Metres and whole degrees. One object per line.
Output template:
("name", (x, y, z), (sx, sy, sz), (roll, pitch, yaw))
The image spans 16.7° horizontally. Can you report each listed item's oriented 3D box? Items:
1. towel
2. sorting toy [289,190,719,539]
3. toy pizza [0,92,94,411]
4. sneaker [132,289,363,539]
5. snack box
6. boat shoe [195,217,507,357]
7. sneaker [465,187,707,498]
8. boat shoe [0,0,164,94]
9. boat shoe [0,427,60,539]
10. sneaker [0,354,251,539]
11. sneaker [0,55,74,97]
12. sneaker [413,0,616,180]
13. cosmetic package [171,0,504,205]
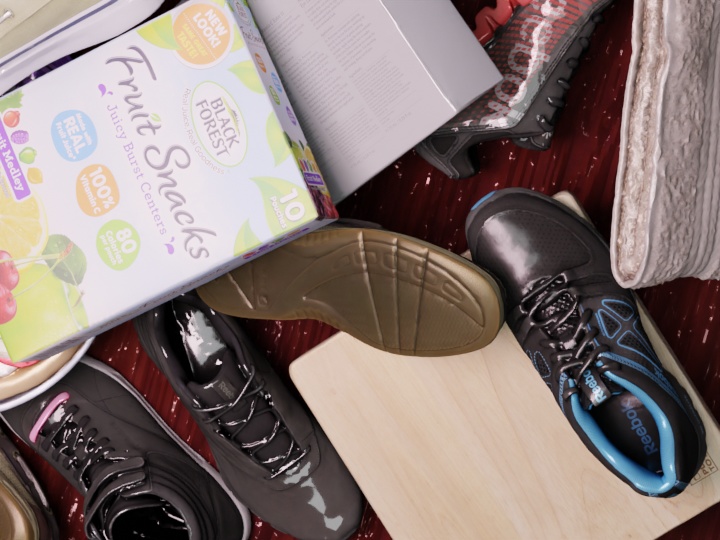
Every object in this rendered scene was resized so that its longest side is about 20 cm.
("towel", (0.200, -0.091, 1.396), (0.034, 0.132, 0.201), (12, 101, 43))
("sorting toy", (0.095, 0.085, 1.459), (0.198, 0.070, 0.200), (-32, 91, 11))
("toy pizza", (-0.244, -0.011, 1.450), (0.199, 0.032, 0.201), (0, 95, 3))
("sneaker", (-0.071, 0.086, 1.472), (0.076, 0.091, 0.200), (-40, 91, -2))
("snack box", (-0.131, -0.052, 1.379), (0.199, 0.053, 0.143), (-25, 85, 13))
("boat shoe", (0.000, 0.001, 1.404), (0.200, 0.066, 0.072), (8, 110, 28))
("sneaker", (0.129, 0.039, 1.371), (0.073, 0.082, 0.200), (-37, 89, 13))
("boat shoe", (-0.201, -0.146, 1.389), (0.199, 0.072, 0.062), (-24, 123, 22))
("boat shoe", (-0.260, 0.109, 1.521), (0.073, 0.065, 0.200), (-42, 71, 13))
("sneaker", (-0.158, 0.115, 1.487), (0.200, 0.099, 0.071), (38, 102, 4))
("sneaker", (-0.224, -0.176, 1.488), (0.083, 0.081, 0.200), (-34, 100, -3))
("sneaker", (0.103, -0.127, 1.433), (0.200, 0.071, 0.098), (-38, 89, 13))
("cosmetic package", (-0.027, -0.121, 1.408), (0.151, 0.052, 0.200), (54, 141, -2))
